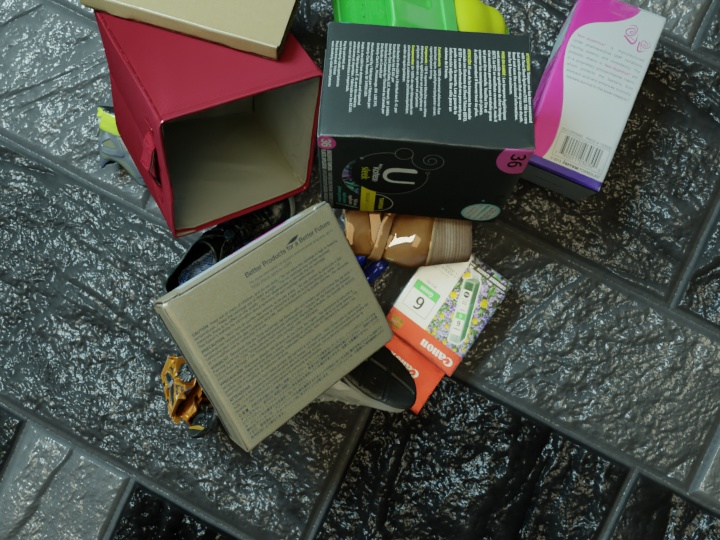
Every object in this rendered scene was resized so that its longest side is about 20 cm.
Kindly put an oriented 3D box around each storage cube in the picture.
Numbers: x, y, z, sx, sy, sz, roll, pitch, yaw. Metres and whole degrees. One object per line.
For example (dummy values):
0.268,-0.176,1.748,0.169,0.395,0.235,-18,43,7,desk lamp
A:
-0.161,-0.180,0.651,0.197,0.173,0.181,-25,65,-25,storage cube

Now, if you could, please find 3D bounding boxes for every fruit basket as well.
0.074,-0.281,0.721,0.153,0.213,0.222,-15,88,42,fruit basket

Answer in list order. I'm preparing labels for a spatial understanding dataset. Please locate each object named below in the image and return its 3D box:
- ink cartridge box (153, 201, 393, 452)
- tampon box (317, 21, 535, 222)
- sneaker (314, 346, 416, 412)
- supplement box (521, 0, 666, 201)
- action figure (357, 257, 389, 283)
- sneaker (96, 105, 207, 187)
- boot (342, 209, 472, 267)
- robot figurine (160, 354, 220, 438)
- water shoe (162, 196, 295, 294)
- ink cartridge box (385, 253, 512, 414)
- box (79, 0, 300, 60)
-0.085,0.052,0.621,0.198,0.075,0.168,-33,102,-25,ink cartridge box
0.059,-0.143,0.609,0.194,0.150,0.130,4,70,0,tampon box
-0.034,0.135,0.745,0.197,0.077,0.116,26,132,-4,sneaker
0.259,-0.200,0.709,0.099,0.103,0.205,22,92,5,supplement box
0.000,0.000,0.733,0.065,0.099,0.202,38,95,5,action figure
-0.246,-0.142,0.772,0.195,0.074,0.083,22,112,2,sneaker
0.051,-0.103,0.708,0.150,0.074,0.205,2,65,-3,boot
-0.176,0.096,0.718,0.057,0.146,0.202,24,109,-39,robot figurine
-0.159,-0.030,0.751,0.200,0.079,0.072,-44,87,3,water shoe
0.087,0.068,0.745,0.108,0.050,0.202,35,91,4,ink cartridge box
-0.155,-0.300,0.604,0.194,0.021,0.167,14,61,-2,box
